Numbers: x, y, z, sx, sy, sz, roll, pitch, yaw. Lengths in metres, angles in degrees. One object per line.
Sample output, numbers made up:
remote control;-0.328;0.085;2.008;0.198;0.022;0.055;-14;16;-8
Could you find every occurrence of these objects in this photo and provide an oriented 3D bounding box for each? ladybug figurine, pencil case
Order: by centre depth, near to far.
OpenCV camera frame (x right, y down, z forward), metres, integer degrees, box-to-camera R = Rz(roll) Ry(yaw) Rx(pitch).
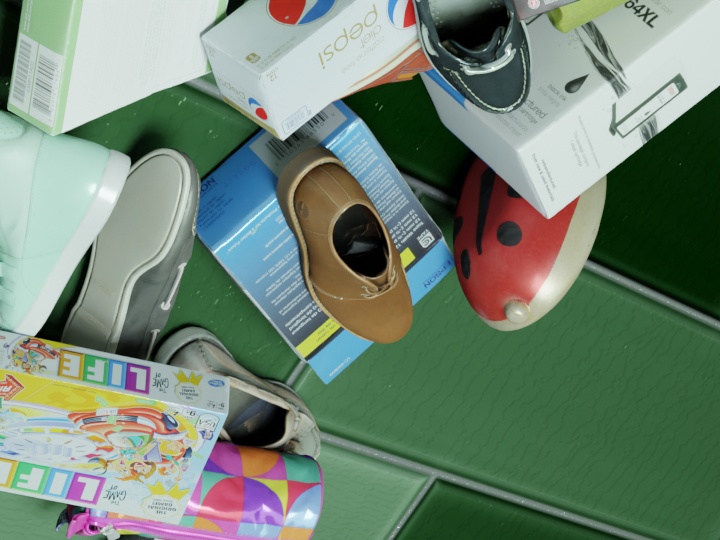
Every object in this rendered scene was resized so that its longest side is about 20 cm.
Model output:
pencil case;-0.127;0.170;1.757;0.199;0.089;0.089;7;120;-22
ladybug figurine;0.120;-0.041;1.767;0.072;0.201;0.136;37;126;-24

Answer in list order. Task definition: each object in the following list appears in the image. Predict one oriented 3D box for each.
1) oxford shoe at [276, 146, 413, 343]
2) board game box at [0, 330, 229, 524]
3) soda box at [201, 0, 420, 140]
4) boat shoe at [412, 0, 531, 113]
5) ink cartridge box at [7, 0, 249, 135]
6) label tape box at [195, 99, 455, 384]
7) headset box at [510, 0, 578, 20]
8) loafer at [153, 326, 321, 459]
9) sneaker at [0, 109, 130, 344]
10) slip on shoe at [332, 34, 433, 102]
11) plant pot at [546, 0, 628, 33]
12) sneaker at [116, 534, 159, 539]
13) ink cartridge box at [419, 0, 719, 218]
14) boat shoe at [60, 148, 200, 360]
oxford shoe;0.000;0.000;1.676;0.071;0.071;0.200;-40;141;-8
board game box;-0.203;0.107;1.624;0.198;0.034;0.135;12;137;-13
soda box;-0.009;-0.180;1.599;0.200;0.068;0.064;-39;139;-20
boat shoe;0.072;-0.166;1.575;0.075;0.061;0.200;-27;136;7
ink cartridge box;-0.138;-0.184;1.531;0.200;0.048;0.146;-30;142;-49
label tape box;-0.028;-0.025;1.733;0.143;0.066;0.200;-42;141;-3
headset box;0.138;-0.282;1.504;0.148;0.075;0.201;-17;107;13
loafer;-0.086;0.114;1.797;0.072;0.063;0.200;-45;139;2
sneaker;-0.242;-0.031;1.566;0.118;0.074;0.201;25;131;-12
slip on shoe;0.017;-0.156;1.662;0.199;0.074;0.061;-30;140;-23
plant pot;0.179;-0.268;1.630;0.184;0.201;0.201;-34;139;4
sneaker;-0.121;0.277;1.857;0.111;0.073;0.201;-31;116;-17
ink cartridge box;0.163;-0.157;1.720;0.200;0.146;0.084;-38;137;-8
boat shoe;-0.154;-0.004;1.653;0.057;0.067;0.201;-13;136;-52
